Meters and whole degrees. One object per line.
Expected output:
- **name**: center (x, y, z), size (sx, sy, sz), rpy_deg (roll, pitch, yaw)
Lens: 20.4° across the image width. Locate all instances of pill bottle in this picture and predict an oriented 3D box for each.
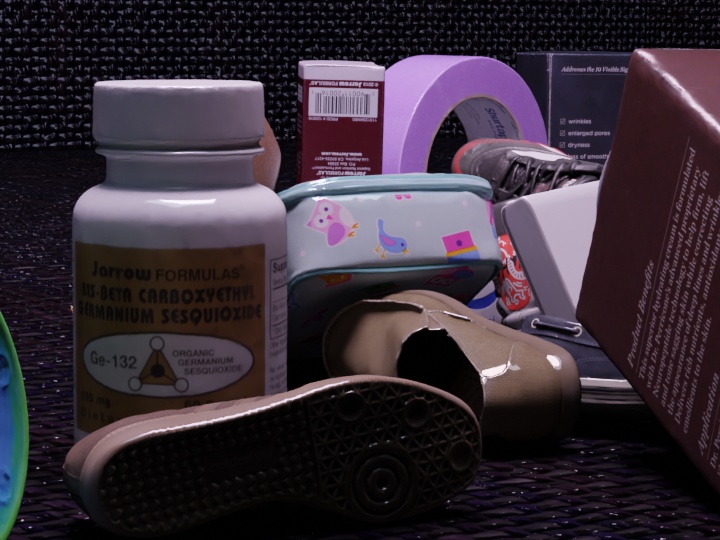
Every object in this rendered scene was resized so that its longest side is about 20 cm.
- **pill bottle**: center (-0.095, 0.001, 1.056), size (0.114, 0.200, 0.114), rpy_deg (0, 7, 0)

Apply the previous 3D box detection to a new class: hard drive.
- **hard drive**: center (0.175, 0.004, 1.315), size (0.026, 0.132, 0.200), rpy_deg (-27, -8, 35)

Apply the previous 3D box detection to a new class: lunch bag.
- **lunch bag**: center (0.000, 0.000, 1.298), size (0.160, 0.077, 0.200), rpy_deg (-6, -16, -20)

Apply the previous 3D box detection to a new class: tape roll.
- **tape roll**: center (0.075, -0.082, 1.697), size (0.066, 0.200, 0.200), rpy_deg (7, 10, 42)

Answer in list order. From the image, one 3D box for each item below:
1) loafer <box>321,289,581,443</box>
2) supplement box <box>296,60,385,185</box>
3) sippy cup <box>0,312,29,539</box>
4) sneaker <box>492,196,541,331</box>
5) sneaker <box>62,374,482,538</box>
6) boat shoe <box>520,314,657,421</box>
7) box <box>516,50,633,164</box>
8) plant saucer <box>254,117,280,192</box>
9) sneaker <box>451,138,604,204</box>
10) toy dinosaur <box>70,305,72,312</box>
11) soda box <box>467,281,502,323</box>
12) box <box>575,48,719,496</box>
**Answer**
- **loafer**: center (0.039, 0.053, 1.151), size (0.067, 0.076, 0.200), rpy_deg (2, 4, -41)
- **supplement box**: center (-0.017, -0.050, 1.444), size (0.061, 0.200, 0.109), rpy_deg (2, 8, -4)
- **sippy cup**: center (-0.231, 0.068, 0.859), size (0.130, 0.140, 0.178), rpy_deg (-8, -20, 17)
- **sneaker**: center (0.147, 0.017, 1.363), size (0.067, 0.108, 0.201), rpy_deg (-20, -16, 29)
- **sneaker**: center (-0.042, 0.082, 0.946), size (0.200, 0.071, 0.076), rpy_deg (-2, 7, -24)
- **boat shoe**: center (0.181, 0.054, 1.148), size (0.200, 0.062, 0.075), rpy_deg (2, -18, 16)
- **box**: center (0.273, -0.134, 2.122), size (0.200, 0.197, 0.124), rpy_deg (0, 8, -13)
- **plant saucer**: center (-0.098, -0.010, 1.255), size (0.034, 0.200, 0.200), rpy_deg (26, 3, -10)
- **sneaker**: center (0.149, -0.057, 1.518), size (0.200, 0.071, 0.098), rpy_deg (27, 0, 28)
- **toy dinosaur**: center (-0.150, 0.022, 1.416), size (0.106, 0.060, 0.200), rpy_deg (-4, -15, -26)
- **soda box**: center (0.080, 0.002, 1.497), size (0.068, 0.063, 0.200), rpy_deg (-33, 8, 3)
- **box**: center (0.233, 0.000, 1.009), size (0.164, 0.166, 0.200), rpy_deg (-2, 31, -19)
